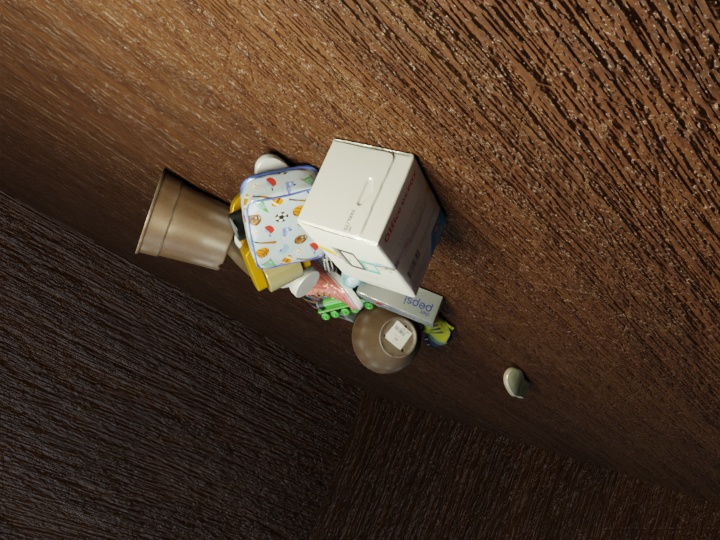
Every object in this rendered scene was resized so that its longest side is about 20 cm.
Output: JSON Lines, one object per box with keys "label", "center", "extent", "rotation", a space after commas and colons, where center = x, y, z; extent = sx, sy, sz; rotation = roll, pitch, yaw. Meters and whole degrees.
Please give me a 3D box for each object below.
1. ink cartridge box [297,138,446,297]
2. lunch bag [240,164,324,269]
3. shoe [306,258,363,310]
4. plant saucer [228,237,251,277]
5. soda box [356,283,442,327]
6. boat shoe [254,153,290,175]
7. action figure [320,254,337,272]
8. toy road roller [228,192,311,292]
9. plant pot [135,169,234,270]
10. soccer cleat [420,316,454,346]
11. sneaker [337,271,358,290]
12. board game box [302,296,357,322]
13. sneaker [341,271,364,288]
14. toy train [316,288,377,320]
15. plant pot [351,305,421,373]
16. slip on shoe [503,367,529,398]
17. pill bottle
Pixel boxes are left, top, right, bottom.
{"label": "ink cartridge box", "center": [0.024, -0.079, 1.095], "extent": [0.143, 0.149, 0.200], "rotation": [17, 164, 27]}
{"label": "lunch bag", "center": [-0.128, -0.091, 1.254], "extent": [0.156, 0.077, 0.202], "rotation": [-14, 144, -10]}
{"label": "shoe", "center": [-0.087, 0.041, 1.683], "extent": [0.200, 0.091, 0.072], "rotation": [46, 173, 4]}
{"label": "plant saucer", "center": [-0.325, -0.058, 1.859], "extent": [0.200, 0.029, 0.201], "rotation": [43, 162, 17]}
{"label": "soda box", "center": [0.092, 0.062, 1.649], "extent": [0.196, 0.070, 0.064], "rotation": [22, 168, 11]}
{"label": "boat shoe", "center": [-0.141, -0.150, 1.287], "extent": [0.057, 0.068, 0.201], "rotation": [62, -177, 37]}
{"label": "action figure", "center": [-0.024, -0.042, 1.388], "extent": [0.127, 0.071, 0.200], "rotation": [-17, -178, -15]}
{"label": "toy road roller", "center": [-0.198, -0.073, 1.452], "extent": [0.146, 0.121, 0.204], "rotation": [37, 149, 61]}
{"label": "plant pot", "center": [-0.397, -0.104, 1.639], "extent": [0.194, 0.205, 0.200], "rotation": [19, 168, -16]}
{"label": "soccer cleat", "center": [0.197, 0.140, 1.813], "extent": [0.082, 0.066, 0.201], "rotation": [-10, 153, 8]}
{"label": "sneaker", "center": [-0.046, 0.026, 1.782], "extent": [0.103, 0.077, 0.199], "rotation": [-15, 142, 37]}
{"label": "board game box", "center": [-0.100, 0.067, 1.996], "extent": [0.145, 0.065, 0.200], "rotation": [17, 163, 26]}
{"label": "sneaker", "center": [0.000, 0.000, 1.548], "extent": [0.073, 0.084, 0.200], "rotation": [23, 165, -3]}
{"label": "toy train", "center": [-0.026, 0.077, 1.752], "extent": [0.196, 0.042, 0.057], "rotation": [-15, 126, 27]}
{"label": "plant pot", "center": [0.078, 0.165, 1.750], "extent": [0.184, 0.191, 0.200], "rotation": [24, 172, -4]}
{"label": "slip on shoe", "center": [0.435, 0.321, 2.019], "extent": [0.060, 0.075, 0.200], "rotation": [19, 170, 29]}
{"label": "pill bottle", "center": [-0.181, -0.034, 1.553], "extent": [0.200, 0.104, 0.104], "rotation": [44, 173, 19]}
